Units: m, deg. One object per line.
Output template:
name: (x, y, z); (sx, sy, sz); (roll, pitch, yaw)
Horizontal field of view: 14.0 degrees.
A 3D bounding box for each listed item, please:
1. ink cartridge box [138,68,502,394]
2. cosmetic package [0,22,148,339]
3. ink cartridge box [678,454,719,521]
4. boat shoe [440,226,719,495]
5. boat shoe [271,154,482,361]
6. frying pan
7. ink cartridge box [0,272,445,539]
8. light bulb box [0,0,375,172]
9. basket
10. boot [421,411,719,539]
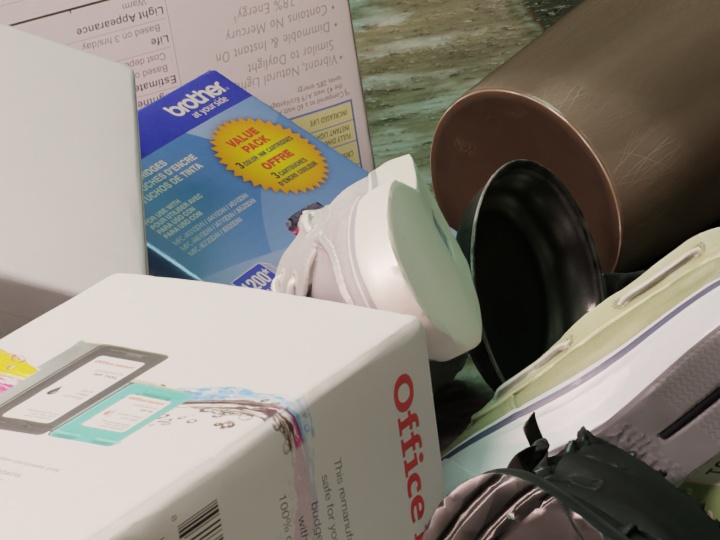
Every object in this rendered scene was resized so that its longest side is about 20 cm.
ink cartridge box: (-0.060, -0.006, 1.277); (0.200, 0.076, 0.136); (32, 37, 17)
cosmetic package: (-0.221, -0.013, 1.158); (0.199, 0.123, 0.200); (17, -38, -35)
ink cartridge box: (0.177, 0.074, 1.146); (0.200, 0.048, 0.146); (5, 24, 35)
boat shoe: (0.082, 0.061, 1.095); (0.200, 0.072, 0.062); (-35, 33, 13)
boat shoe: (0.000, 0.000, 1.131); (0.069, 0.072, 0.200); (-28, 15, 6)
frying pan: (0.089, -0.004, 1.286); (0.031, 0.115, 0.190); (-11, 17, 31)
ink cartridge box: (-0.081, 0.109, 1.013); (0.146, 0.147, 0.200); (8, 26, 35)
light bulb box: (-0.109, -0.076, 1.416); (0.198, 0.200, 0.125); (-17, 22, -23)
basket: (0.139, -0.075, 1.423); (0.180, 0.136, 0.200); (-12, 17, 47)
boot: (0.108, 0.128, 0.971); (0.198, 0.073, 0.162); (41, 9, 13)
